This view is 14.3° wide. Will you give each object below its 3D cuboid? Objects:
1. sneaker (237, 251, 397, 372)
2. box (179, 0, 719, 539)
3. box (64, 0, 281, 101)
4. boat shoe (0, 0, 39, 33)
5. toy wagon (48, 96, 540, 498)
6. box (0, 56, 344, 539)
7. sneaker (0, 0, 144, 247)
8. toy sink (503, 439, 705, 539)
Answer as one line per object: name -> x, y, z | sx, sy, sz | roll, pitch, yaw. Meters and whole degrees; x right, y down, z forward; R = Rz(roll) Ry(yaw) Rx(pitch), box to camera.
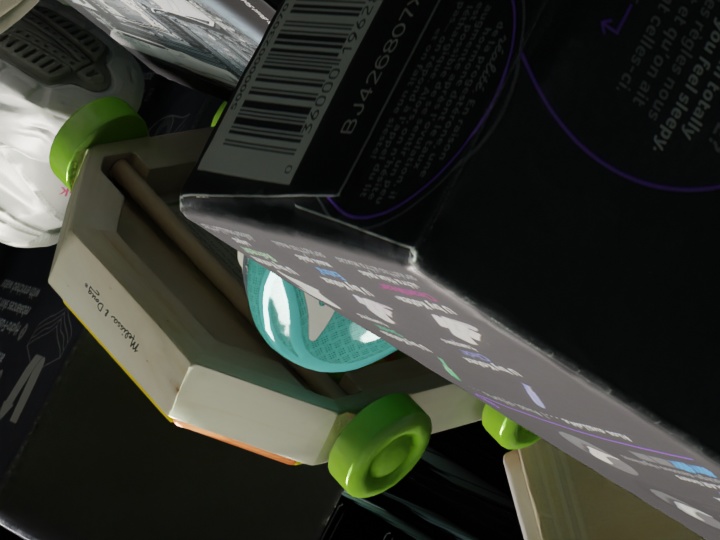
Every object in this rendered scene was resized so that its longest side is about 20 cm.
sneaker -> 0.026, -0.008, 0.746 | 0.077, 0.080, 0.200 | 17, 154, -26
box -> 0.084, -0.012, 0.601 | 0.200, 0.123, 0.106 | 33, 171, -28
box -> -0.051, -0.099, 0.802 | 0.157, 0.050, 0.200 | 23, 171, 39
boat shoe -> -0.106, -0.129, 0.625 | 0.059, 0.072, 0.200 | 42, 159, 24
toy wagon -> 0.000, 0.000, 0.908 | 0.199, 0.040, 0.155 | -12, -132, -45
box -> -0.068, 0.017, 1.076 | 0.117, 0.201, 0.197 | 30, 173, -18
sneaker -> -0.173, -0.075, 1.040 | 0.200, 0.100, 0.078 | 37, -145, 23
toy sink -> 0.109, 0.099, 0.963 | 0.199, 0.113, 0.130 | -16, 168, 3
